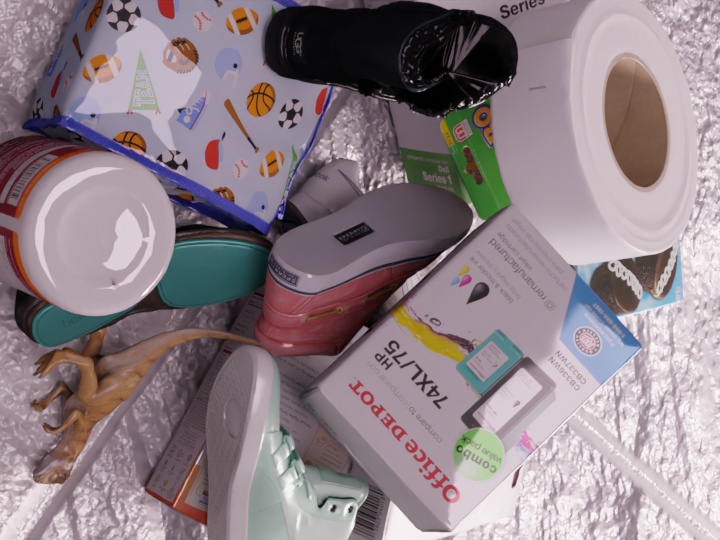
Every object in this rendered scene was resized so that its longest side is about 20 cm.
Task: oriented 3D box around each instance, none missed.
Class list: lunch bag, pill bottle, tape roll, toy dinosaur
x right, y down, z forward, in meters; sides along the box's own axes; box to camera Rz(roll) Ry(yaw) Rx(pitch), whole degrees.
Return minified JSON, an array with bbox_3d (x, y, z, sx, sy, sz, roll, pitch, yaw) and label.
[{"bbox_3d":[-0.121,-0.136,1.404,0.200,0.124,0.170,25,84,-24],"label":"lunch bag"},{"bbox_3d":[-0.216,-0.037,1.318,0.109,0.200,0.110,-6,101,-29],"label":"pill bottle"},{"bbox_3d":[0.180,-0.107,1.442,0.202,0.071,0.203,14,73,-51],"label":"tape roll"},{"bbox_3d":[-0.185,0.076,1.434,0.200,0.060,0.106,-42,118,12],"label":"toy dinosaur"}]

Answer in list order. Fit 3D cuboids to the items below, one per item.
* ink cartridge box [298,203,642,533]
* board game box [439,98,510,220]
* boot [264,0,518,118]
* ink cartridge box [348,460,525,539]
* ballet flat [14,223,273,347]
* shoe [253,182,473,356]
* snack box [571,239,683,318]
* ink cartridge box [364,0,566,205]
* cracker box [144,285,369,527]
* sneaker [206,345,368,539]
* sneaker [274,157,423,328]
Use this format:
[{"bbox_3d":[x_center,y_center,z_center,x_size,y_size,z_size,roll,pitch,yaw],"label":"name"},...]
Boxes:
[{"bbox_3d":[0.077,0.078,1.427,0.200,0.146,0.147,-43,90,-10],"label":"ink cartridge box"},{"bbox_3d":[0.145,-0.130,1.516,0.200,0.030,0.096,-38,116,-27],"label":"board game box"},{"bbox_3d":[0.054,-0.152,1.364,0.200,0.168,0.077,-2,102,-43],"label":"boot"},{"bbox_3d":[0.068,0.164,1.591,0.200,0.050,0.109,-5,111,-53],"label":"ink cartridge box"},{"bbox_3d":[-0.164,-0.002,1.415,0.199,0.068,0.068,-14,127,-18],"label":"ballet flat"},{"bbox_3d":[0.000,0.000,1.461,0.200,0.071,0.091,-22,143,-41],"label":"shoe"},{"bbox_3d":[0.223,-0.060,1.669,0.116,0.037,0.201,-13,105,-28],"label":"snack box"},{"bbox_3d":[0.096,-0.173,1.546,0.146,0.084,0.201,-24,111,-26],"label":"ink cartridge box"},{"bbox_3d":[-0.065,0.120,1.519,0.134,0.058,0.200,33,82,-32],"label":"cracker box"},{"bbox_3d":[-0.052,0.140,1.442,0.118,0.074,0.201,-7,120,-24],"label":"sneaker"},{"bbox_3d":[0.020,-0.007,1.541,0.087,0.074,0.200,-50,120,-19],"label":"sneaker"}]
